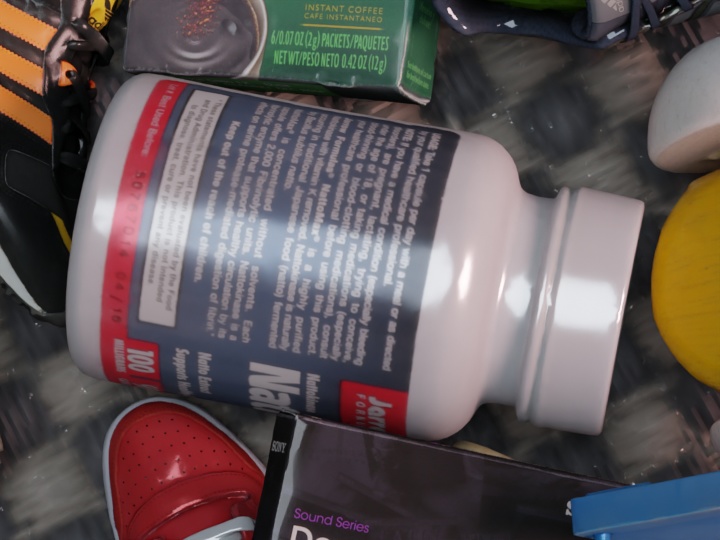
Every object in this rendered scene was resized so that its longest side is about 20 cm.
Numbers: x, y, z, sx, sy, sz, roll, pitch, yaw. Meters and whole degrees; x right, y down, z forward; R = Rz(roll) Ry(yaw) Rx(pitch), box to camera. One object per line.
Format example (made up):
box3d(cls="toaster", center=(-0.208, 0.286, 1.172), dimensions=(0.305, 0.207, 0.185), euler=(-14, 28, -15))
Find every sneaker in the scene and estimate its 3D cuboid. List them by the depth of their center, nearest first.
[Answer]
box3d(cls="sneaker", center=(0.115, -0.113, 0.976), dimensions=(0.200, 0.081, 0.074), euler=(-5, 121, 30))
box3d(cls="sneaker", center=(-0.047, 0.136, 0.994), dimensions=(0.071, 0.112, 0.200), euler=(-25, 82, 1))
box3d(cls="sneaker", center=(-0.128, -0.081, 1.046), dimensions=(0.090, 0.070, 0.200), euler=(-22, 80, 5))

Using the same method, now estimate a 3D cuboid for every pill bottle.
box3d(cls="pill bottle", center=(0.000, 0.000, 1.002), dimensions=(0.200, 0.120, 0.120), euler=(11, 85, 6))

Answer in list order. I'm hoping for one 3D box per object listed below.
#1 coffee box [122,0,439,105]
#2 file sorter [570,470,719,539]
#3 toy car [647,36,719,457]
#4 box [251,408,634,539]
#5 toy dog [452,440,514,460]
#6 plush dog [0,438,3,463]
box3d(cls="coffee box", center=(-0.023, -0.169, 1.045), dimensions=(0.123, 0.044, 0.200), euler=(6, 87, 20))
box3d(cls="file sorter", center=(0.189, 0.136, 0.900), dimensions=(0.139, 0.200, 0.123), euler=(-16, 68, 40))
box3d(cls="toy car", center=(0.209, -0.011, 0.963), dimensions=(0.200, 0.150, 0.175), euler=(-22, 72, 44))
box3d(cls="box", center=(0.021, 0.159, 0.925), dimensions=(0.143, 0.036, 0.200), euler=(12, 85, -13))
box3d(cls="toy dog", center=(0.091, 0.135, 0.991), dimensions=(0.200, 0.096, 0.132), euler=(6, 84, 6))
box3d(cls="plush dog", center=(-0.243, 0.006, 1.014), dimensions=(0.172, 0.200, 0.161), euler=(-16, 49, -7))
